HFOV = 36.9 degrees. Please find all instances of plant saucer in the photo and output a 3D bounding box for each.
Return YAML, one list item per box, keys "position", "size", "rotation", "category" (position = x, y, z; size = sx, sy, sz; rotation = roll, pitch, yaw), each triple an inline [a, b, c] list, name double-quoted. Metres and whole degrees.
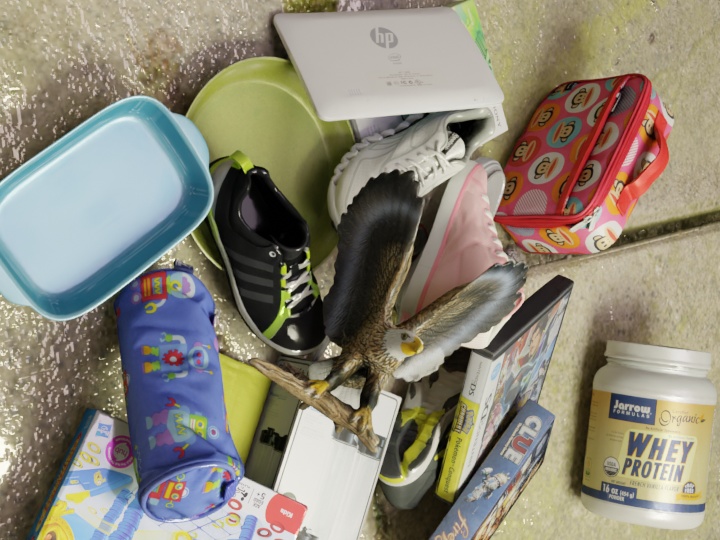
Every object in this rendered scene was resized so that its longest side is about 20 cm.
- position: [-0.086, -0.088, 0.971]
  size: [0.198, 0.031, 0.203]
  rotation: [-4, 96, -39]
  category: "plant saucer"

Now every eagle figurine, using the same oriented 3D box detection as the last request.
- position: [0.029, 0.042, 0.896]
  size: [0.201, 0.150, 0.152]
  rotation: [-57, 141, -13]
  category: "eagle figurine"

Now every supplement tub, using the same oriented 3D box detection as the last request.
- position: [0.339, 0.189, 1.265]
  size: [0.143, 0.143, 0.203]
  rotation: [8, 87, -39]
  category: "supplement tub"

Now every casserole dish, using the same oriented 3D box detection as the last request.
- position: [-0.208, -0.051, 0.849]
  size: [0.200, 0.039, 0.122]
  rotation: [-40, 112, -20]
  category: "casserole dish"

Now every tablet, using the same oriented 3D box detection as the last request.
- position: [0.028, -0.196, 1.000]
  size: [0.198, 0.014, 0.131]
  rotation: [-9, 59, -28]
  category: "tablet"

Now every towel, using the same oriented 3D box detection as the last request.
- position: [-0.140, 0.176, 0.954]
  size: [0.086, 0.018, 0.203]
  rotation: [28, 74, -43]
  category: "towel"

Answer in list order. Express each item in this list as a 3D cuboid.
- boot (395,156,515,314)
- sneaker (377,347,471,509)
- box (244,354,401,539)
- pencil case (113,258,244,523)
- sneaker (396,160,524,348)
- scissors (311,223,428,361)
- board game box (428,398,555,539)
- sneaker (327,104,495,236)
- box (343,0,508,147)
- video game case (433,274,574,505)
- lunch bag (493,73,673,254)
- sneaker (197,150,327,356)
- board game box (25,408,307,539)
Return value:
- position: [0.121, -0.021, 1.095]
  size: [0.202, 0.095, 0.074]
  rotation: [-61, 141, -16]
  category: "boot"
- position: [0.072, 0.158, 1.103]
  size: [0.200, 0.074, 0.085]
  rotation: [-44, 146, -37]
  category: "sneaker"
- position: [-0.047, 0.192, 0.998]
  size: [0.116, 0.060, 0.203]
  rotation: [27, 75, -34]
  category: "box"
- position: [-0.142, 0.093, 0.842]
  size: [0.086, 0.079, 0.202]
  rotation: [-4, 52, -16]
  category: "pencil case"
- position: [0.111, -0.011, 1.009]
  size: [0.076, 0.103, 0.202]
  rotation: [91, 19, -54]
  category: "sneaker"
- position: [0.000, 0.000, 1.061]
  size: [0.200, 0.014, 0.074]
  rotation: [-45, 121, -28]
  category: "scissors"
- position: [0.127, 0.242, 1.108]
  size: [0.200, 0.034, 0.136]
  rotation: [-50, 159, -21]
  category: "board game box"
- position: [0.048, -0.101, 1.007]
  size: [0.200, 0.081, 0.076]
  rotation: [-43, 120, -27]
  category: "sneaker"
- position: [0.058, -0.173, 1.082]
  size: [0.199, 0.036, 0.146]
  rotation: [-32, 112, -35]
  category: "box"
- position: [0.149, 0.118, 1.100]
  size: [0.199, 0.025, 0.183]
  rotation: [-31, 139, -51]
  category: "video game case"
- position: [0.244, -0.112, 1.148]
  size: [0.082, 0.175, 0.202]
  rotation: [42, 67, -33]
  category: "lunch bag"
- position: [-0.074, -0.007, 0.914]
  size: [0.072, 0.082, 0.202]
  rotation: [-42, 118, -28]
  category: "sneaker"
- position: [-0.170, 0.242, 0.866]
  size: [0.198, 0.056, 0.198]
  rotation: [27, 74, -17]
  category: "board game box"
